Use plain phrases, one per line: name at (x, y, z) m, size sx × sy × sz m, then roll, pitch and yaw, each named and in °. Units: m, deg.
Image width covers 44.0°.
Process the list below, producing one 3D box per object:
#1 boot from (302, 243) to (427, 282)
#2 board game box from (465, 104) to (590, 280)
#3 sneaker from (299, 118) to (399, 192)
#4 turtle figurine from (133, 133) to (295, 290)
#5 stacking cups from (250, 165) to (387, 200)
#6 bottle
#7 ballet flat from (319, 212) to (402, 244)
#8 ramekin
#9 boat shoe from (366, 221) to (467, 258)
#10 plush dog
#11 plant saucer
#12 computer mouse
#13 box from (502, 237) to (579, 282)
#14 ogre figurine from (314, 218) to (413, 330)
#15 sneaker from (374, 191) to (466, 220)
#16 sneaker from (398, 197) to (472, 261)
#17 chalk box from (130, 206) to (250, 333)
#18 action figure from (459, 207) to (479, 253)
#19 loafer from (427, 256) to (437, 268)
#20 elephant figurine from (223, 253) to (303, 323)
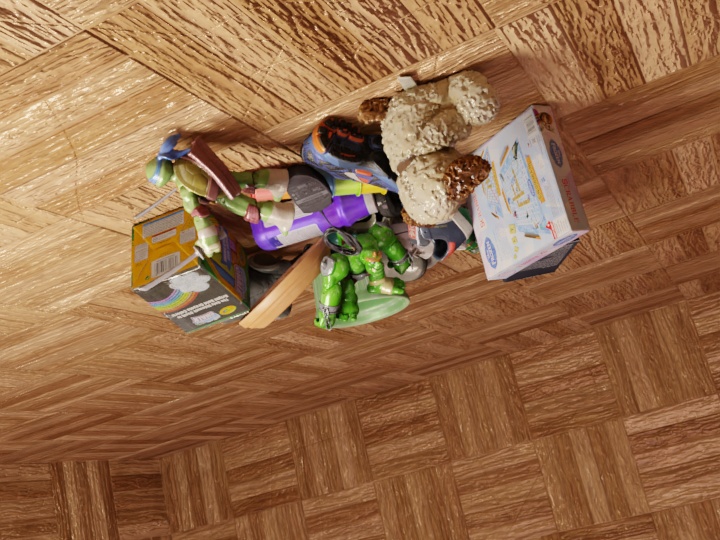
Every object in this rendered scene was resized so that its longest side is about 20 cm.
boot at (0.008, -0.012, 1.561) m, size 0.200 × 0.068 × 0.131 m, roll 11°, pitch -168°, yaw 18°
board game box at (0.238, -0.113, 1.343) m, size 0.041 × 0.200 × 0.199 m, roll -3°, pitch 162°, yaw -32°
sneaker at (0.001, -0.155, 1.245) m, size 0.200 × 0.075 × 0.078 m, roll 21°, pitch 157°, yaw -36°
turtle figurine at (-0.197, -0.082, 1.182) m, size 0.194 × 0.200 × 0.144 m, roll 6°, pitch -164°, yaw -23°
stacking cups at (-0.062, -0.127, 1.303) m, size 0.200 × 0.061 × 0.061 m, roll -10°, pitch 163°, yaw -12°
bottle at (-0.072, -0.088, 1.416) m, size 0.200 × 0.065 × 0.084 m, roll -16°, pitch 171°, yaw 9°
ballet flat at (0.026, -0.076, 1.545) m, size 0.200 × 0.067 × 0.070 m, roll -6°, pitch 146°, yaw -30°
ramekin at (-0.004, 0.042, 1.848) m, size 0.200 × 0.098 × 0.200 m, roll -13°, pitch 164°, yaw -4°
boat shoe at (0.101, -0.051, 1.521) m, size 0.200 × 0.066 × 0.072 m, roll -7°, pitch 176°, yaw -38°
plush dog at (0.088, -0.145, 1.160) m, size 0.160 × 0.172 × 0.200 m, roll -6°, pitch 163°, yaw -23°
plant saucer at (-0.115, 0.025, 1.441) m, size 0.200 × 0.037 × 0.200 m, roll -45°, pitch -176°, yaw 5°
computer mouse at (-0.051, -0.088, 1.289) m, size 0.059 × 0.034 × 0.200 m, roll -17°, pitch 138°, yaw 17°
box at (0.302, -0.079, 1.595) m, size 0.104 × 0.148 × 0.200 m, roll -12°, pitch 163°, yaw -5°
ogre figurine at (0.000, 0.000, 1.415) m, size 0.200 × 0.098 × 0.120 m, roll -22°, pitch 128°, yaw -12°
sneaker at (0.101, -0.120, 1.462) m, size 0.104 × 0.060 × 0.200 m, roll -16°, pitch 170°, yaw 20°
sneaker at (0.090, -0.089, 1.374) m, size 0.200 × 0.085 × 0.075 m, roll 42°, pitch 172°, yaw -29°
chalk box at (-0.254, 0.008, 1.403) m, size 0.125 × 0.124 × 0.200 m, roll -18°, pitch 146°, yaw 14°
action figure at (0.197, -0.065, 1.730) m, size 0.118 × 0.055 × 0.200 m, roll -14°, pitch 165°, yaw 22°
loafer at (0.085, -0.036, 1.659) m, size 0.070 × 0.070 × 0.200 m, roll 6°, pitch 172°, yaw -25°
elephant figurine at (-0.169, 0.019, 1.594) m, size 0.200 × 0.155 × 0.142 m, roll -9°, pitch 151°, yaw -10°
